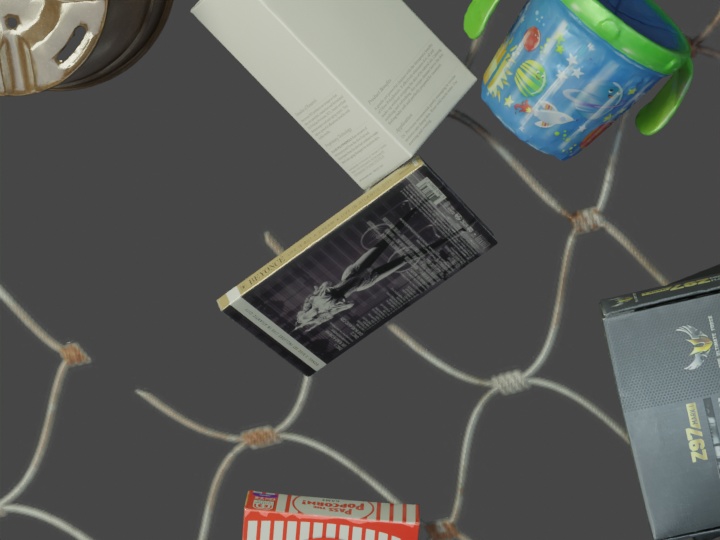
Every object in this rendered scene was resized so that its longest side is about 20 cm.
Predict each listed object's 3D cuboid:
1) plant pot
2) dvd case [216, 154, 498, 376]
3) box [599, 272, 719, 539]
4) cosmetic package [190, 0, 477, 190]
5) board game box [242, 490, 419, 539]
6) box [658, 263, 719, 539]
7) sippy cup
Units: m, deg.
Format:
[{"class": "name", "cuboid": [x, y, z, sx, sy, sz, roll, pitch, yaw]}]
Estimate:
[{"class": "plant pot", "cuboid": [-0.251, -0.220, 1.488, 0.200, 0.198, 0.201, 0, 105, 1]}, {"class": "dvd case", "cuboid": [0.000, 0.000, 1.579, 0.200, 0.016, 0.149, -36, 144, 9]}, {"class": "box", "cuboid": [0.287, 0.104, 1.550, 0.157, 0.051, 0.200, -12, 102, 6]}, {"class": "cosmetic package", "cuboid": [-0.020, -0.177, 1.527, 0.200, 0.085, 0.108, 46, 57, -7]}, {"class": "board game box", "cuboid": [-0.032, 0.297, 1.687, 0.151, 0.046, 0.200, 4, 104, 1]}, {"class": "box", "cuboid": [0.304, 0.105, 1.614, 0.141, 0.079, 0.200, -21, 102, 10]}, {"class": "sippy cup", "cuboid": [0.167, -0.163, 1.530, 0.178, 0.140, 0.130, 40, 112, 2]}]
